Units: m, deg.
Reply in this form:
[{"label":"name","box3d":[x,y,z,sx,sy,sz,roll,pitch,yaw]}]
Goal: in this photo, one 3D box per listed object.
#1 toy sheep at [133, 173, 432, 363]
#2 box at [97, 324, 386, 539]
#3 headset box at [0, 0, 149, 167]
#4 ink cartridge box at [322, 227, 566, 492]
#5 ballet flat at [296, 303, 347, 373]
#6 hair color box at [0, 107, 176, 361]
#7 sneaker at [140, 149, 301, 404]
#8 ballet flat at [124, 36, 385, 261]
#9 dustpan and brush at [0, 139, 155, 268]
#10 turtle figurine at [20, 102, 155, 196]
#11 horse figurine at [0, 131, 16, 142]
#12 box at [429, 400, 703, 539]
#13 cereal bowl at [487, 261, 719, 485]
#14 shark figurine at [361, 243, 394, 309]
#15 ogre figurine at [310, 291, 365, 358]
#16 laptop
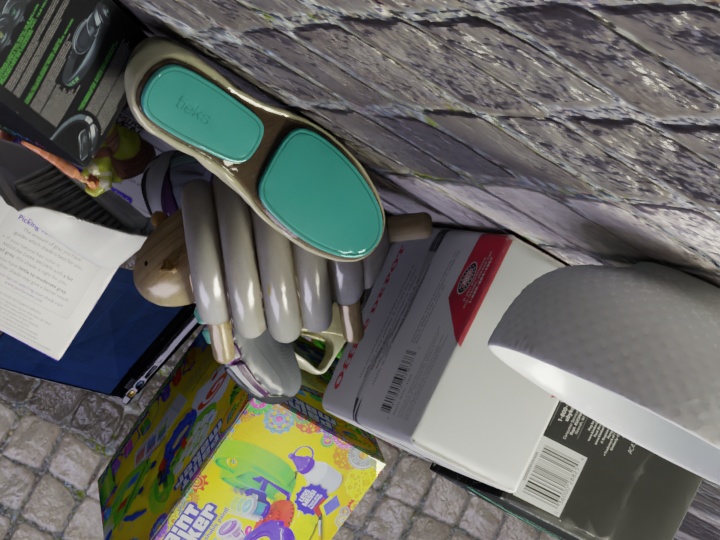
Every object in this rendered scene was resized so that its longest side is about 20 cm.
[{"label":"toy sheep","box3d":[-0.051,-0.014,1.324,0.200,0.138,0.138,-12,177,-5]},{"label":"box","box3d":[-0.100,0.159,1.570,0.122,0.200,0.193,31,-167,-20]},{"label":"headset box","box3d":[-0.241,-0.159,1.160,0.174,0.093,0.200,26,173,19]},{"label":"ink cartridge box","box3d":[0.063,0.054,1.333,0.083,0.145,0.200,27,175,-17]},{"label":"ballet flat","box3d":[-0.012,0.053,1.537,0.200,0.070,0.069,19,179,-27]},{"label":"hair color box","box3d":[-0.224,-0.047,1.513,0.109,0.200,0.065,30,-170,-21]},{"label":"sneaker","box3d":[-0.075,0.000,1.410,0.200,0.087,0.074,63,-156,-15]},{"label":"ballet flat","box3d":[-0.066,-0.076,1.228,0.200,0.070,0.069,39,170,-30]},{"label":"dustpan and brush","box3d":[-0.174,-0.035,1.434,0.200,0.057,0.140,39,-176,-33]},{"label":"turtle figurine","box3d":[-0.201,-0.128,1.372,0.200,0.064,0.161,52,-173,20]},{"label":"horse figurine","box3d":[-0.286,-0.129,1.568,0.200,0.050,0.133,168,84,-80]},{"label":"box","box3d":[0.152,0.110,1.392,0.124,0.149,0.200,28,175,-10]},{"label":"cereal bowl","box3d":[0.174,0.052,1.100,0.200,0.083,0.200,27,174,3]},{"label":"shark figurine","box3d":[-0.008,-0.006,1.462,0.214,0.090,0.128,29,173,-28]},{"label":"ogre figurine","box3d":[0.007,0.029,1.675,0.200,0.098,0.120,-13,-166,-39]},{"label":"laptop","box3d":[-0.178,0.010,1.624,0.116,0.200,0.187,41,-146,-4]}]
